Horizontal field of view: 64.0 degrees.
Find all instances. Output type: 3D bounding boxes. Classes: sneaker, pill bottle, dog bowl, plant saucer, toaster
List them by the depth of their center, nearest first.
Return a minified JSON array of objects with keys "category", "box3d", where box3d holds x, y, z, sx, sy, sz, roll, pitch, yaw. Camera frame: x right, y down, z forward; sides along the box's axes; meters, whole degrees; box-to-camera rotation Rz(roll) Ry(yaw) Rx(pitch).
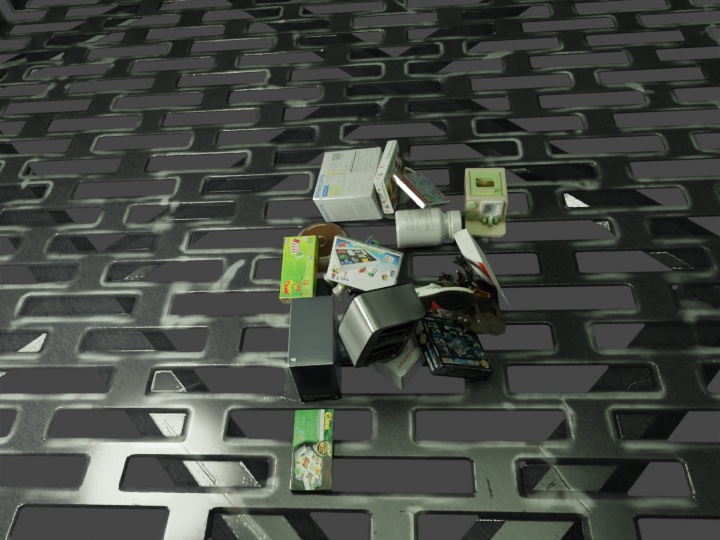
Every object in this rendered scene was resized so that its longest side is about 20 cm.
[{"category":"toaster","box3d":[0.044,0.131,1.415,0.197,0.182,0.120,-10,54,-31]},{"category":"sneaker","box3d":[0.216,0.063,1.556,0.196,0.071,0.094,-9,29,23]},{"category":"pill bottle","box3d":[0.208,-0.134,1.774,0.196,0.115,0.116,-4,53,3]},{"category":"plant saucer","box3d":[-0.123,-0.085,1.825,0.196,0.037,0.203,-4,53,4]},{"category":"dog bowl","box3d":[0.120,-0.267,1.919,0.196,0.059,0.203,-3,54,5]}]

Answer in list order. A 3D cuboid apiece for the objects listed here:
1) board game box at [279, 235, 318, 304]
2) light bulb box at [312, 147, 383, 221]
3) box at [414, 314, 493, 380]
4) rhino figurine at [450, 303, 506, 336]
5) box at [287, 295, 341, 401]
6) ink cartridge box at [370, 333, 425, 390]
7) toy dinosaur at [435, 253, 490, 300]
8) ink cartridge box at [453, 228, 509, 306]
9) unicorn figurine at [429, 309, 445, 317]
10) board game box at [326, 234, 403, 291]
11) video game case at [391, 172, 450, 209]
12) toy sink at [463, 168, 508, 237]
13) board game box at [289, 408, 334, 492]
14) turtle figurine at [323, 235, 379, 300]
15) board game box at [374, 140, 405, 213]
[{"category":"board game box","box3d":[-0.183,-0.003,1.735,0.100,0.048,0.203,-4,64,9]},{"category":"light bulb box","box3d":[-0.024,-0.273,1.841,0.196,0.125,0.201,-1,58,21]},{"category":"box","box3d":[0.240,0.200,1.497,0.197,0.046,0.161,12,43,-36]},{"category":"rhino figurine","box3d":[0.317,0.137,1.551,0.197,0.060,0.088,5,42,-36]},{"category":"box","box3d":[-0.114,0.206,1.506,0.121,0.200,0.203,-4,53,3]},{"category":"ink cartridge box","box3d":[0.078,0.200,1.558,0.198,0.088,0.145,30,62,27]},{"category":"toy dinosaur","box3d":[0.292,0.038,1.608,0.198,0.136,0.103,-3,43,47]},{"category":"ink cartridge box","box3d":[0.343,-0.001,1.631,0.050,0.161,0.202,-28,52,16]},{"category":"unicorn figurine","box3d":[0.148,0.115,1.633,0.197,0.075,0.137,-19,43,-25]},{"category":"board game box","box3d":[0.012,-0.012,1.611,0.197,0.128,0.035,17,15,11]},{"category":"video game case","box3d":[0.192,-0.252,1.798,0.143,0.018,0.199,47,28,15]},{"category":"toy sink","box3d":[0.395,-0.219,1.818,0.128,0.113,0.203,1,53,8]},{"category":"board game box","box3d":[-0.118,0.447,1.438,0.103,0.024,0.203,-4,54,6]},{"category":"turtle figurine","box3d":[0.000,0.000,1.725,0.193,0.200,0.145,-40,86,4]},{"category":"board game box","box3d":[0.095,-0.295,1.807,0.034,0.127,0.202,-2,47,22]}]
